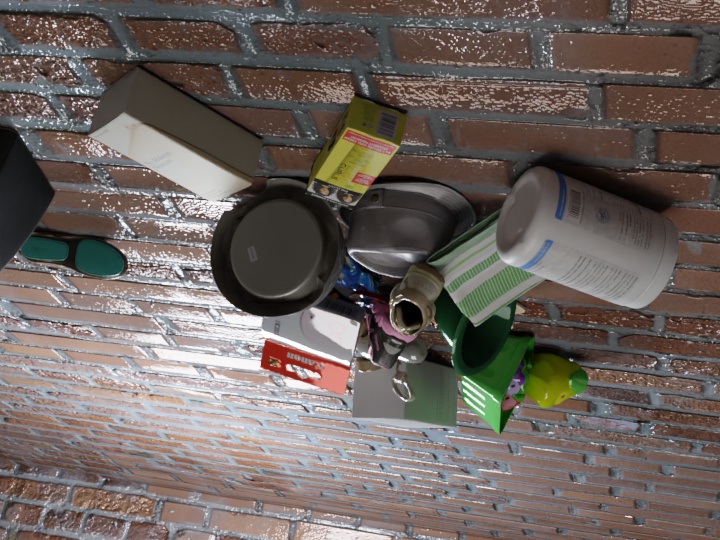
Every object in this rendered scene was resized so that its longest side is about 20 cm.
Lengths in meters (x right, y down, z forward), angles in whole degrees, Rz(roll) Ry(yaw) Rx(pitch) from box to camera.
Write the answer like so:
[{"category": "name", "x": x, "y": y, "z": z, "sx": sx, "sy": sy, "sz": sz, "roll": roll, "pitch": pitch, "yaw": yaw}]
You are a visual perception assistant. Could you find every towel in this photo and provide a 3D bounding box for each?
[{"category": "towel", "x": 0.190, "y": -0.006, "z": 1.535, "sx": 0.152, "sy": 0.023, "sz": 0.200, "roll": -34, "pitch": 144, "yaw": 3}]

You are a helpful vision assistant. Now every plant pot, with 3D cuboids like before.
[{"category": "plant pot", "x": -0.606, "y": -0.098, "z": 1.629, "sx": 0.199, "sy": 0.178, "sz": 0.200, "roll": 10, "pitch": 157, "yaw": 7}]

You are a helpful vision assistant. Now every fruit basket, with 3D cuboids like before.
[{"category": "fruit basket", "x": 0.291, "y": 0.204, "z": 1.921, "sx": 0.215, "sy": 0.156, "sz": 0.216, "roll": 27, "pitch": 160, "yaw": 10}]

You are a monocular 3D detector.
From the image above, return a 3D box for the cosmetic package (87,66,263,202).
[{"category": "cosmetic package", "x": -0.239, "y": -0.173, "z": 1.416, "sx": 0.200, "sy": 0.073, "sz": 0.103, "roll": 27, "pitch": 152, "yaw": -32}]

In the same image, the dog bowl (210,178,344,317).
[{"category": "dog bowl", "x": -0.112, "y": -0.027, "z": 1.538, "sx": 0.199, "sy": 0.201, "sz": 0.059, "roll": 2, "pitch": 168, "yaw": 22}]

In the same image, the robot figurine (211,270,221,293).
[{"category": "robot figurine", "x": -0.138, "y": -0.013, "z": 1.661, "sx": 0.199, "sy": 0.151, "sz": 0.124, "roll": -13, "pitch": 171, "yaw": 42}]

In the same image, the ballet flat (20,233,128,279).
[{"category": "ballet flat", "x": -0.488, "y": -0.027, "z": 1.884, "sx": 0.199, "sy": 0.068, "sz": 0.067, "roll": 14, "pitch": 176, "yaw": 9}]

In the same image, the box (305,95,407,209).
[{"category": "box", "x": -0.008, "y": -0.147, "z": 1.389, "sx": 0.075, "sy": 0.050, "sz": 0.200, "roll": 19, "pitch": 155, "yaw": -12}]

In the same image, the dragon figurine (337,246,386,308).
[{"category": "dragon figurine", "x": 0.000, "y": 0.000, "z": 1.696, "sx": 0.099, "sy": 0.059, "sz": 0.200, "roll": 14, "pitch": 157, "yaw": -4}]

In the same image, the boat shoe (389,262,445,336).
[{"category": "boat shoe", "x": 0.070, "y": 0.057, "z": 1.540, "sx": 0.072, "sy": 0.065, "sz": 0.200, "roll": 29, "pitch": 157, "yaw": 3}]

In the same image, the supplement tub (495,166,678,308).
[{"category": "supplement tub", "x": 0.286, "y": -0.041, "z": 1.381, "sx": 0.199, "sy": 0.132, "sz": 0.132, "roll": 20, "pitch": 155, "yaw": -16}]

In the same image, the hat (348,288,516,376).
[{"category": "hat", "x": 0.127, "y": 0.053, "z": 1.716, "sx": 0.176, "sy": 0.166, "sz": 0.200, "roll": 26, "pitch": 163, "yaw": 33}]

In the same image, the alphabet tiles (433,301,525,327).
[{"category": "alphabet tiles", "x": 0.165, "y": 0.059, "z": 1.801, "sx": 0.195, "sy": 0.015, "sz": 0.200, "roll": -11, "pitch": 148, "yaw": 42}]

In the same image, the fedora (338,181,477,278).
[{"category": "fedora", "x": 0.058, "y": -0.047, "z": 1.524, "sx": 0.199, "sy": 0.091, "sz": 0.177, "roll": 0, "pitch": 154, "yaw": 25}]

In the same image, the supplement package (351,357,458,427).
[{"category": "supplement package", "x": 0.087, "y": 0.231, "z": 2.038, "sx": 0.117, "sy": 0.118, "sz": 0.200, "roll": -4, "pitch": 166, "yaw": 33}]

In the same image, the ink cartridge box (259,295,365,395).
[{"category": "ink cartridge box", "x": -0.087, "y": 0.124, "z": 1.801, "sx": 0.162, "sy": 0.057, "sz": 0.201, "roll": 18, "pitch": 122, "yaw": 6}]

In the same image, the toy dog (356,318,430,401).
[{"category": "toy dog", "x": 0.062, "y": 0.130, "z": 1.901, "sx": 0.200, "sy": 0.096, "sz": 0.132, "roll": 29, "pitch": 131, "yaw": 44}]

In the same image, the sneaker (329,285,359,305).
[{"category": "sneaker", "x": -0.070, "y": 0.057, "z": 1.816, "sx": 0.200, "sy": 0.090, "sz": 0.070, "roll": 29, "pitch": 151, "yaw": -34}]

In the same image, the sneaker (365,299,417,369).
[{"category": "sneaker", "x": 0.035, "y": 0.105, "z": 1.789, "sx": 0.079, "sy": 0.096, "sz": 0.200, "roll": 21, "pitch": -169, "yaw": -10}]
